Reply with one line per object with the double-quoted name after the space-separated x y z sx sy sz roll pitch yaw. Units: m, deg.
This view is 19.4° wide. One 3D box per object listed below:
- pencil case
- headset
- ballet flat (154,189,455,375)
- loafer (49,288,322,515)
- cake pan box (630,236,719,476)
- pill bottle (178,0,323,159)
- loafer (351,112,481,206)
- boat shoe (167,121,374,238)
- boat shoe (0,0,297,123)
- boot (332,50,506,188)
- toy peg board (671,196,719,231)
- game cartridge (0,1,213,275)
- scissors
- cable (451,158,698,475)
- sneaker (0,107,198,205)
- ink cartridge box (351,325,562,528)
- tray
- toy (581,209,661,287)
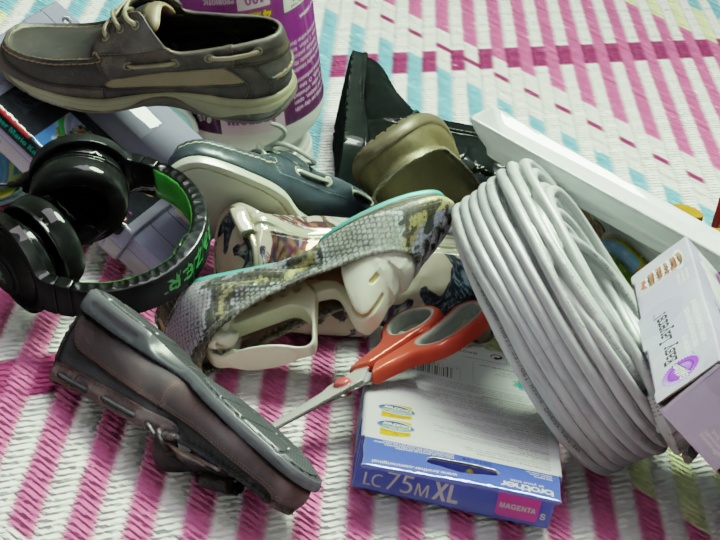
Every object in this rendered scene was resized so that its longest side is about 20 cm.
0.000 0.000 1.380 0.199 0.090 0.078 5 36 -22 "pencil case"
-0.188 -0.022 1.304 0.199 0.094 0.124 16 47 16 "headset"
-0.025 0.017 1.289 0.199 0.072 0.072 -21 29 -6 "ballet flat"
-0.101 0.085 1.173 0.200 0.063 0.072 37 0 37 "loafer"
0.237 0.091 1.234 0.184 0.052 0.200 46 17 -13 "cake pan box"
-0.085 -0.157 1.546 0.111 0.201 0.113 -5 33 4 "pill bottle"
0.054 -0.045 1.457 0.068 0.076 0.200 55 5 25 "loafer"
-0.055 -0.052 1.417 0.199 0.075 0.062 21 56 -41 "boat shoe"
-0.139 -0.150 1.390 0.198 0.074 0.075 4 38 -2 "boat shoe"
0.061 -0.106 1.707 0.161 0.074 0.199 9 29 -6 "boot"
0.283 0.005 1.538 0.198 0.098 0.200 2 24 -29 "toy peg board"
-0.175 -0.088 1.426 0.200 0.038 0.130 43 36 3 "game cartridge"
0.003 0.062 1.235 0.073 0.014 0.200 2 25 40 "scissors"
0.129 0.028 1.289 0.201 0.069 0.200 56 13 -7 "cable"
-0.212 -0.083 1.474 0.198 0.080 0.131 2 21 -6 "sneaker"
0.057 0.096 1.249 0.118 0.042 0.200 12 18 -2 "ink cartridge box"
0.162 -0.049 1.395 0.199 0.022 0.107 30 11 6 "tray"
0.166 0.021 1.437 0.047 0.116 0.200 -22 34 -13 "toy"
